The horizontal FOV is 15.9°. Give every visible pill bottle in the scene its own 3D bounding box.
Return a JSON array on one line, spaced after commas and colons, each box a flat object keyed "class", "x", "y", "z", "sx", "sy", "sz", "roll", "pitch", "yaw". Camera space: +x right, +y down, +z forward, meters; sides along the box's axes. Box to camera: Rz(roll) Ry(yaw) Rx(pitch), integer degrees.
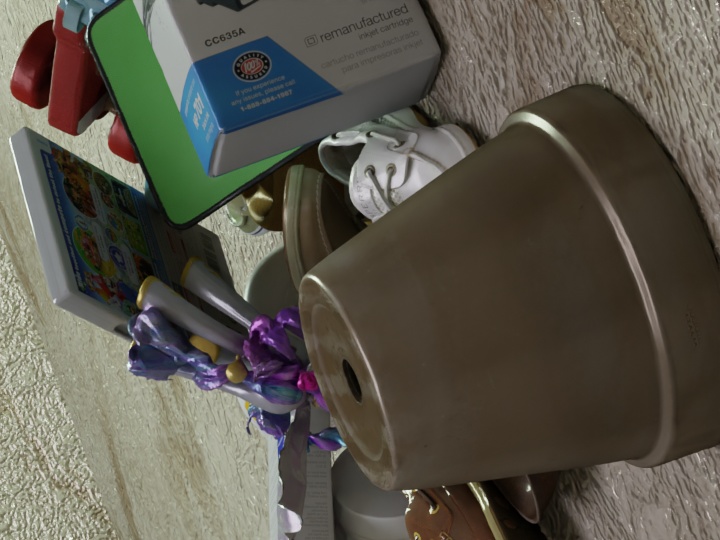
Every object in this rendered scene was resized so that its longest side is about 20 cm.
[{"class": "pill bottle", "x": 0.030, "y": 0.215, "z": 1.820, "sx": 0.112, "sy": 0.112, "sz": 0.201, "roll": -127, "pitch": 22, "yaw": -47}, {"class": "pill bottle", "x": -0.039, "y": 0.062, "z": 1.883, "sx": 0.200, "sy": 0.104, "sz": 0.105, "roll": 103, "pitch": 144, "yaw": -65}]

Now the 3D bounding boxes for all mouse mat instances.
[{"class": "mouse mat", "x": -0.075, "y": -0.139, "z": 1.642, "sx": 0.008, "sy": 0.199, "sz": 0.162, "roll": 7, "pitch": -125, "yaw": -62}]

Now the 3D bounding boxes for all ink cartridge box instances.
[{"class": "ink cartridge box", "x": -0.059, "y": -0.178, "z": 1.549, "sx": 0.086, "sy": 0.146, "sz": 0.201, "roll": 115, "pitch": 133, "yaw": -72}, {"class": "ink cartridge box", "x": -0.041, "y": 0.175, "z": 1.763, "sx": 0.095, "sy": 0.037, "sz": 0.201, "roll": 115, "pitch": 157, "yaw": -64}]

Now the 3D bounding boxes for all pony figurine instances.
[{"class": "pony figurine", "x": -0.046, "y": 0.067, "z": 1.600, "sx": 0.167, "sy": 0.199, "sz": 0.193, "roll": -66, "pitch": -8, "yaw": 11}]

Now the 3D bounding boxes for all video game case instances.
[{"class": "video game case", "x": -0.146, "y": -0.002, "z": 1.714, "sx": 0.200, "sy": 0.018, "sz": 0.144, "roll": 31, "pitch": -149, "yaw": -47}]

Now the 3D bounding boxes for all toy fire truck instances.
[{"class": "toy fire truck", "x": -0.164, "y": -0.190, "z": 1.880, "sx": 0.112, "sy": 0.200, "sz": 0.168, "roll": 29, "pitch": 139, "yaw": 11}]

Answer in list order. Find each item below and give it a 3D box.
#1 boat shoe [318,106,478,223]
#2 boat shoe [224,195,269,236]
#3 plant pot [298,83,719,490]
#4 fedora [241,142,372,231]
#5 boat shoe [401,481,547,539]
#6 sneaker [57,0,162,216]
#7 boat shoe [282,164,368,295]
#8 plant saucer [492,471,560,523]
[{"class": "boat shoe", "x": 0.027, "y": -0.051, "z": 1.557, "sx": 0.200, "sy": 0.069, "sz": 0.071, "roll": -147, "pitch": 38, "yaw": -67}, {"class": "boat shoe", "x": -0.092, "y": -0.082, "z": 1.962, "sx": 0.200, "sy": 0.062, "sz": 0.072, "roll": 102, "pitch": 145, "yaw": -64}, {"class": "plant pot", "x": 0.070, "y": 0.028, "z": 1.310, "sx": 0.200, "sy": 0.173, "sz": 0.201, "roll": 59, "pitch": 162, "yaw": 32}, {"class": "fedora", "x": -0.042, "y": -0.082, "z": 1.741, "sx": 0.201, "sy": 0.081, "sz": 0.202, "roll": 160, "pitch": 90, "yaw": -76}, {"class": "boat shoe", "x": 0.068, "y": 0.162, "z": 1.658, "sx": 0.072, "sy": 0.068, "sz": 0.200, "roll": 38, "pitch": -167, "yaw": -41}, {"class": "sneaker", "x": -0.152, "y": -0.141, "z": 1.742, "sx": 0.080, "sy": 0.130, "sz": 0.201, "roll": -73, "pitch": -6, "yaw": -79}, {"class": "boat shoe", "x": 0.000, "y": 0.000, "z": 1.676, "sx": 0.200, "sy": 0.065, "sz": 0.072, "roll": 66, "pitch": -153, "yaw": -49}, {"class": "plant saucer", "x": 0.069, "y": 0.059, "z": 1.569, "sx": 0.201, "sy": 0.034, "sz": 0.200, "roll": 60, "pitch": 172, "yaw": 14}]
